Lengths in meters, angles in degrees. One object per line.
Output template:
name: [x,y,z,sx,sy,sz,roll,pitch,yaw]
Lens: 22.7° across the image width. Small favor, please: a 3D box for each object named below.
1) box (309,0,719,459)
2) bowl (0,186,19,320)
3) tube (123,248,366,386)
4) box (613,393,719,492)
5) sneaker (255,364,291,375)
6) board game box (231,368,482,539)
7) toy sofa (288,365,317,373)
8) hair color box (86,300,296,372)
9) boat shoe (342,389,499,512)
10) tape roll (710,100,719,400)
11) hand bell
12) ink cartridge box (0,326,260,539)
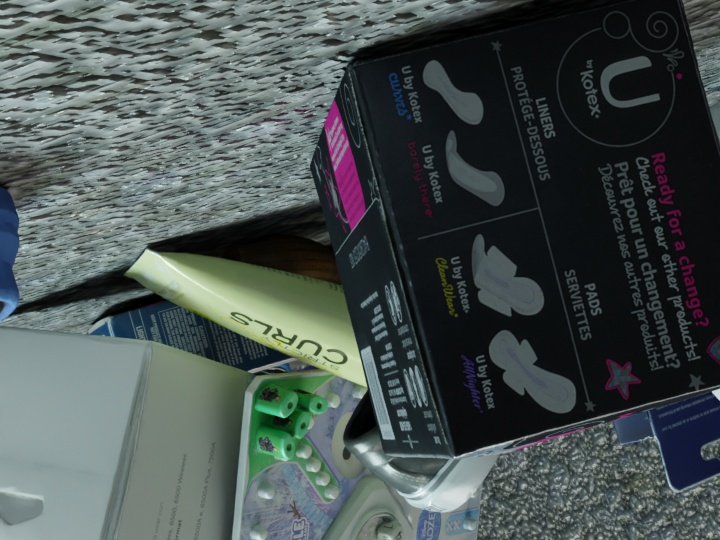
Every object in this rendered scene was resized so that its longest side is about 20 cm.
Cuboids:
box: [0.057,-0.006,0.647,0.114,0.134,0.200,-15,176,-6]
bowl: [-0.205,0.020,0.582,0.199,0.040,0.201,-17,176,-1]
tube: [-0.022,0.028,0.916,0.198,0.052,0.058,19,125,-13]
box: [0.180,0.025,1.068,0.032,0.202,0.121,-20,174,43]
sneaker: [-0.180,0.170,2.305,0.198,0.084,0.071,-16,175,-4]
board game box: [0.008,0.152,0.980,0.026,0.202,0.199,12,-170,41]
toy sofa: [-0.022,0.087,1.180,0.198,0.098,0.083,-17,-157,22]
hair color box: [-0.070,0.036,1.162,0.198,0.061,0.100,-15,178,-18]
boat shoe: [0.059,0.006,0.776,0.056,0.201,0.068,32,169,-25]
tape roll: [0.267,-0.016,0.896,0.201,0.205,0.139,-14,174,-29]
hand bell: [0.000,0.000,1.009,0.104,0.105,0.199,-20,161,41]
ink cartridge box: [-0.110,0.124,0.982,0.146,0.146,0.199,2,167,39]
